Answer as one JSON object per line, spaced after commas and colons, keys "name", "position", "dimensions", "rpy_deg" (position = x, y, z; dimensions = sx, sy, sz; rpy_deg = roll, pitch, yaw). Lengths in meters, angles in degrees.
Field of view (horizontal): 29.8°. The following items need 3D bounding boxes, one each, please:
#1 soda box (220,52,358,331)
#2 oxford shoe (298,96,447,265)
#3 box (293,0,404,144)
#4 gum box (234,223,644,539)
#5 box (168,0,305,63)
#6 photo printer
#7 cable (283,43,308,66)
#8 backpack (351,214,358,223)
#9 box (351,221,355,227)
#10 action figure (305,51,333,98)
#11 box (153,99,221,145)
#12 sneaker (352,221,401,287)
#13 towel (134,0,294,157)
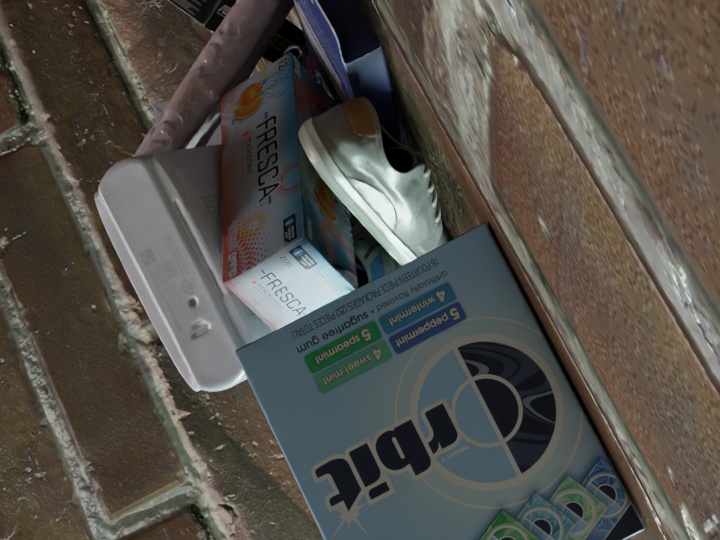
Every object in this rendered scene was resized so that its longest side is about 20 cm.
{"name": "soda box", "position": [-0.051, -0.057, 0.924], "dimensions": [0.064, 0.068, 0.201], "rpy_deg": [45, -154, -38]}
{"name": "oxford shoe", "position": [0.029, -0.050, 0.927], "dimensions": [0.200, 0.058, 0.075], "rpy_deg": [45, -166, -48]}
{"name": "box", "position": [-0.015, -0.161, 0.929], "dimensions": [0.122, 0.032, 0.200], "rpy_deg": [63, 179, 21]}
{"name": "gum box", "position": [0.045, 0.101, 0.800], "dimensions": [0.201, 0.169, 0.045], "rpy_deg": [62, 177, 11]}
{"name": "box", "position": [-0.161, -0.267, 1.228], "dimensions": [0.199, 0.048, 0.193], "rpy_deg": [37, -173, 18]}
{"name": "photo printer", "position": [-0.090, -0.011, 0.974], "dimensions": [0.167, 0.069, 0.200], "rpy_deg": [62, -158, 1]}
{"name": "cable", "position": [-0.016, -0.104, 1.242], "dimensions": [0.201, 0.050, 0.163], "rpy_deg": [62, 177, 19]}
{"name": "backpack", "position": [-0.045, 0.004, 1.505], "dimensions": [0.200, 0.174, 0.155], "rpy_deg": [55, -168, -83]}
{"name": "box", "position": [0.015, 0.018, 1.213], "dimensions": [0.100, 0.075, 0.200], "rpy_deg": [33, -178, -13]}
{"name": "action figure", "position": [-0.033, -0.080, 1.118], "dimensions": [0.149, 0.133, 0.202], "rpy_deg": [-6, -71, -71]}
{"name": "box", "position": [-0.105, -0.133, 1.302], "dimensions": [0.200, 0.116, 0.061], "rpy_deg": [-2, -99, -72]}
{"name": "sneaker", "position": [0.000, 0.000, 0.973], "dimensions": [0.073, 0.071, 0.200], "rpy_deg": [58, -162, -19]}
{"name": "towel", "position": [-0.104, -0.161, 1.064], "dimensions": [0.032, 0.201, 0.191], "rpy_deg": [33, -179, -4]}
